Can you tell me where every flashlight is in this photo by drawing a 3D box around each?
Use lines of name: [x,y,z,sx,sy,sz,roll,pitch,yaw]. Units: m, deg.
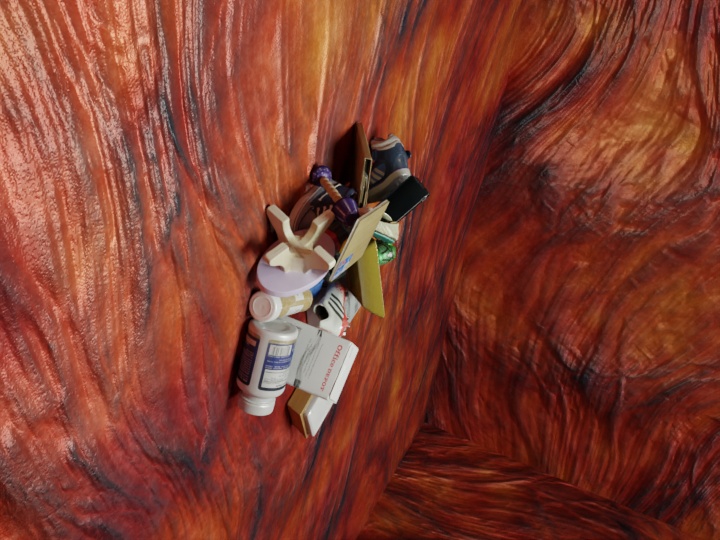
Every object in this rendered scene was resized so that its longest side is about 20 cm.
flashlight: [-0.113,-0.032,1.547,0.200,0.068,0.068,-41,149,-26]

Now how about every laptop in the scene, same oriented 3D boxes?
laptop: [0.075,-0.188,1.830,0.187,0.116,0.200,-40,-152,9]

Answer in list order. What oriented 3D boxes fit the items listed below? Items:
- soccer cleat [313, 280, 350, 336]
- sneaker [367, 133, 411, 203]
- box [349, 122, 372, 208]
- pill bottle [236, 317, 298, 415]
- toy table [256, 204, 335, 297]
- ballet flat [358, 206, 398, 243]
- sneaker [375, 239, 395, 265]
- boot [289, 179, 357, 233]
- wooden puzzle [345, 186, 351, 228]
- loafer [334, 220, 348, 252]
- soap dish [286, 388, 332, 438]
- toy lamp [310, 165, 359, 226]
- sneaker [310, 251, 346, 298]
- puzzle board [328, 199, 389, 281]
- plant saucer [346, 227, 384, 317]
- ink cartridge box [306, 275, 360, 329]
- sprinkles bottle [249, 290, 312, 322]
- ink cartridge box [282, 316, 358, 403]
soccer cleat: [-0.077,0.085,1.713,0.201,0.085,0.069,-100,-148,-50]
sneaker: [0.054,-0.282,1.867,0.080,0.148,0.200,-6,163,-36]
box: [-0.001,-0.241,1.670,0.201,0.021,0.165,-98,-167,-55]
pill bottle: [-0.211,0.211,1.523,0.111,0.110,0.202,-20,127,-68]
toy table: [-0.129,-0.045,1.433,0.200,0.183,0.117,-52,170,-34]
ballet flat: [0.021,-0.117,1.613,0.199,0.067,0.063,20,83,-50]
sneaker: [0.038,-0.047,1.817,0.200,0.084,0.079,-141,-138,-70]
boot: [-0.086,-0.138,1.569,0.073,0.090,0.200,90,26,-47]
wooden puzzle: [-0.031,-0.124,1.836,0.201,0.037,0.185,90,25,-47]
loafer: [-0.075,-0.061,1.721,0.072,0.073,0.200,-14,151,-26]
soap dish: [-0.131,0.355,1.963,0.158,0.081,0.201,85,30,-53]
toy lamp: [-0.054,-0.159,1.495,0.058,0.200,0.059,-12,127,-17]
sneaker: [-0.091,0.013,1.677,0.077,0.110,0.201,-56,157,-39]
puzzle board: [-0.004,-0.069,1.484,0.151,0.017,0.200,-63,170,24]
plant saucer: [0.000,0.000,1.730,0.200,0.048,0.202,-132,-147,-67]
ink cartridge box: [-0.065,0.087,1.877,0.147,0.083,0.200,90,25,-46]
sprinkles bottle: [-0.176,0.071,1.554,0.200,0.068,0.069,-10,118,-71]
ink cartridge box: [-0.125,0.209,1.632,0.146,0.199,0.084,-67,162,-10]
